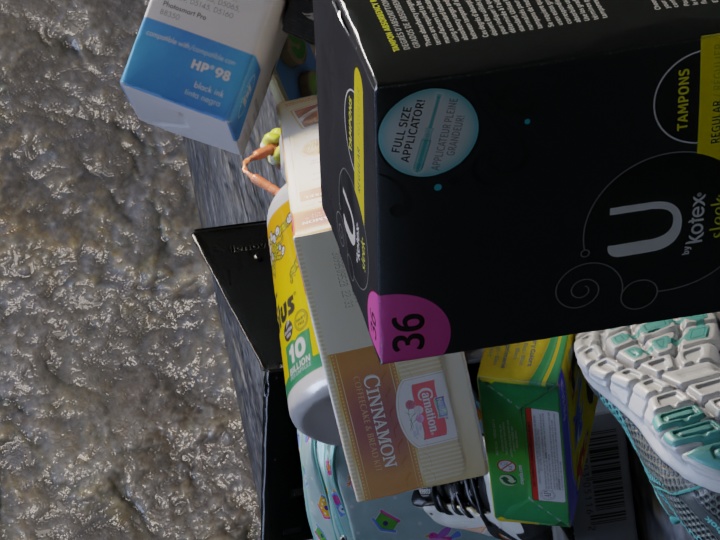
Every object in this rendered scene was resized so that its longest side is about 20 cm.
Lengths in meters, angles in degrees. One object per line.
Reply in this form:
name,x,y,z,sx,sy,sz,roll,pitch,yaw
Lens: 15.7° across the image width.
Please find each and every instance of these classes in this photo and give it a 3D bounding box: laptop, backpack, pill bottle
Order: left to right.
laptop,-0.013,0.071,1.846,0.116,0.187,0.200,24,117,55
pill bottle,0.000,0.000,1.639,0.113,0.113,0.200,99,165,-63
backpack,0.036,0.141,1.744,0.127,0.167,0.200,-144,35,-67

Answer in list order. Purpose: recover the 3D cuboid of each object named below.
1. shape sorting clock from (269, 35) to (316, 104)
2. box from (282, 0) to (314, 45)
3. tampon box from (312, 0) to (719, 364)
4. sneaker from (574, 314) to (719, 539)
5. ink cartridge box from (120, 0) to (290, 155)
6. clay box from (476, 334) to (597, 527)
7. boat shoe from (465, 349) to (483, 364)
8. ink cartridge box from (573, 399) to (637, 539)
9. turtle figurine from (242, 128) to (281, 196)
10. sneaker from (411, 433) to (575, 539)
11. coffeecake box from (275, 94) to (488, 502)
shape sorting clock,-0.002,-0.145,1.592,0.200,0.039,0.200,29,-129,-44
box,0.024,-0.235,1.456,0.158,0.051,0.200,-62,-4,-63
tampon box,0.089,-0.066,1.151,0.126,0.200,0.150,-111,14,-51
sneaker,0.158,0.083,1.283,0.200,0.077,0.091,-113,10,-66
ink cartridge box,-0.065,-0.175,1.455,0.116,0.067,0.200,79,-149,-83
clay box,0.106,0.025,1.407,0.115,0.048,0.200,81,-160,-45
boat shoe,0.088,0.023,1.681,0.200,0.070,0.066,155,104,-88
ink cartridge box,0.132,0.148,1.610,0.200,0.047,0.160,-121,23,-81
turtle figurine,0.013,-0.058,1.849,0.064,0.200,0.161,-54,13,46
sneaker,0.075,0.130,1.523,0.200,0.080,0.074,158,105,-82
coffeecake box,0.009,0.006,1.385,0.200,0.073,0.154,-101,-2,-67
